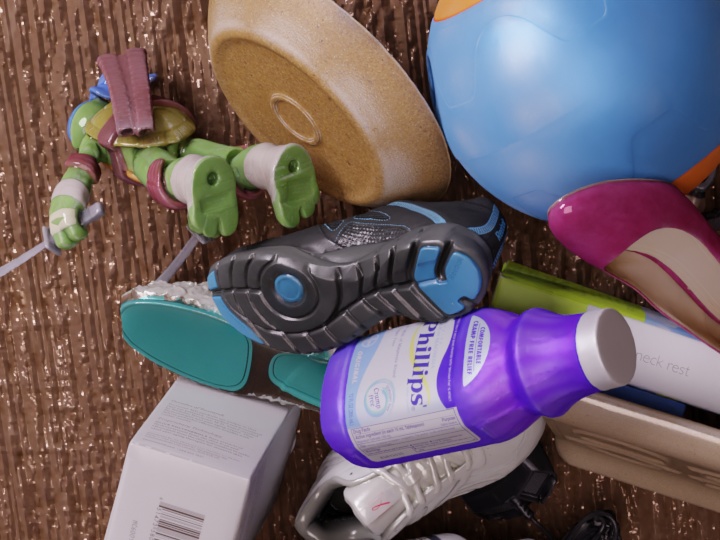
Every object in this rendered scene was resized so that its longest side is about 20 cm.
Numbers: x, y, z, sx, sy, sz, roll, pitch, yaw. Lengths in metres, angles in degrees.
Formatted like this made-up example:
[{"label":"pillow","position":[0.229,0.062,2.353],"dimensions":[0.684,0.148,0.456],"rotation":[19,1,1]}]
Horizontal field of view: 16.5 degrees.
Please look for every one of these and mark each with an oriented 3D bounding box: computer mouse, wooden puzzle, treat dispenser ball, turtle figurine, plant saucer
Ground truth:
[{"label":"computer mouse","position":[0.076,0.142,1.689],"dimensions":[0.200,0.046,0.140],"rotation":[43,126,0]},{"label":"wooden puzzle","position":[0.211,0.112,1.583],"dimensions":[0.185,0.200,0.046],"rotation":[17,79,10]},{"label":"treat dispenser ball","position":[0.140,-0.128,1.517],"dimensions":[0.200,0.201,0.202],"rotation":[2,106,8]},{"label":"turtle figurine","position":[-0.127,-0.033,1.607],"dimensions":[0.144,0.194,0.201],"rotation":[33,75,-39]},{"label":"plant saucer","position":[-0.030,-0.105,1.562],"dimensions":[0.200,0.200,0.035],"rotation":[45,69,-5]}]

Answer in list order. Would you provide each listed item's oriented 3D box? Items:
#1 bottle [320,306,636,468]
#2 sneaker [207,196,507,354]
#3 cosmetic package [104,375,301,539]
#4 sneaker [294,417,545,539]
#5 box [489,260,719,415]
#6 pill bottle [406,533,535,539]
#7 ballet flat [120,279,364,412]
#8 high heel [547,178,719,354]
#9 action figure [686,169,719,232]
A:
[{"label":"bottle","position":[0.070,0.065,1.500],"dimensions":[0.200,0.084,0.065],"rotation":[-14,142,35]},{"label":"sneaker","position":[0.000,0.000,1.548],"dimensions":[0.199,0.082,0.073],"rotation":[-6,117,27]},{"label":"cosmetic package","position":[-0.100,0.135,1.627],"dimensions":[0.085,0.200,0.108],"rotation":[17,107,4]},{"label":"sneaker","position":[0.037,0.133,1.613],"dimensions":[0.200,0.099,0.078],"rotation":[-36,95,34]},{"label":"box","position":[0.180,0.047,1.599],"dimensions":[0.199,0.122,0.048],"rotation":[19,95,3]},{"label":"pill bottle","position":[0.026,0.233,1.614],"dimensions":[0.199,0.111,0.111],"rotation":[-10,105,-16]},{"label":"ballet flat","position":[-0.059,0.049,1.625],"dimensions":[0.199,0.072,0.072],"rotation":[20,107,2]},{"label":"high heel","position":[0.187,0.009,1.472],"dimensions":[0.067,0.200,0.096],"rotation":[-34,57,26]},{"label":"action figure","position":[0.261,-0.044,1.587],"dimensions":[0.200,0.069,0.130],"rotation":[-43,83,11]}]
